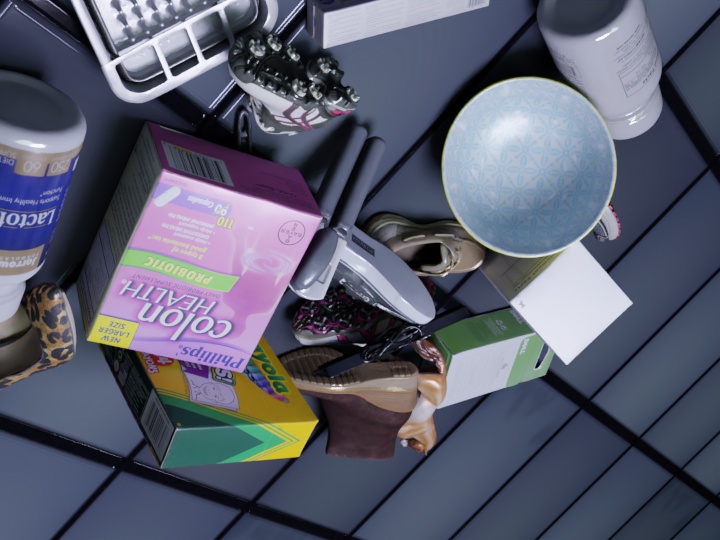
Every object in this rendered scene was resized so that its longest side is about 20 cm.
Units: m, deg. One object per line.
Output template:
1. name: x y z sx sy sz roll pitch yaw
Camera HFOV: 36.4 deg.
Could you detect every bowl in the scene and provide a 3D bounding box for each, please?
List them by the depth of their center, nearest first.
1. bowl: 0.192 -0.123 1.277 0.200 0.200 0.108 -47 -178 9

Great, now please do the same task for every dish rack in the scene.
1. dish rack: -0.169 -0.258 0.939 0.170 0.044 0.201 -30 139 -11

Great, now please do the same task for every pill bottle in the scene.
1. pill bottle: -0.318 -0.060 0.951 0.114 0.116 0.202 2 126 -38
2. pill bottle: 0.280 -0.242 1.246 0.114 0.115 0.200 -40 141 1

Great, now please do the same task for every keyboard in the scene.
1. keyboard: 0.039 0.072 1.299 0.198 0.040 0.104 -23 -177 -18

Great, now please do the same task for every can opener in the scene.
1. can opener: -0.022 -0.061 1.150 0.052 0.066 0.202 31 68 -24

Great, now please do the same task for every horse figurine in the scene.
1. horse figurine: 0.065 0.168 1.477 0.130 0.050 0.202 16 120 -8

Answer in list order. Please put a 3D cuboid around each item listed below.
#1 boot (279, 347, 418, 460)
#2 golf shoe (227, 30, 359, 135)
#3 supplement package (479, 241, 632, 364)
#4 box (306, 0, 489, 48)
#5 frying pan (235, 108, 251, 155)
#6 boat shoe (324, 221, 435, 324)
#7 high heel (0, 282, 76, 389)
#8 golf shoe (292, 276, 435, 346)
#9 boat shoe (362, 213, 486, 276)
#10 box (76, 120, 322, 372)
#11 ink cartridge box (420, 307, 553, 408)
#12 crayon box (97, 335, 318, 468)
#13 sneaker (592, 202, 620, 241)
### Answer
1. boot: -0.027 0.184 1.412 0.197 0.073 0.168 5 128 -16
2. golf shoe: -0.075 -0.164 1.043 0.088 0.078 0.199 -34 164 21
3. supplement package: 0.235 0.014 1.364 0.114 0.200 0.110 -43 104 6
4. box: 0.041 -0.269 1.095 0.197 0.039 0.042 -20 136 -22
5. frying pan: -0.109 -0.078 1.168 0.114 0.031 0.192 0 129 -40
6. boat shoe: 0.000 0.000 1.234 0.199 0.069 0.056 39 121 -20
7. high heel: -0.349 0.076 1.045 0.141 0.072 0.200 -19 165 -30
8. golf shoe: 0.004 0.068 1.352 0.197 0.073 0.093 -12 135 -30
9. boat shoe: 0.089 -0.020 1.342 0.198 0.065 0.073 10 121 -43
10. box: -0.165 -0.018 1.096 0.174 0.097 0.202 15 118 -31
11. ink cartridge box: 0.183 0.116 1.546 0.197 0.059 0.105 -12 134 -28
12. crayon box: -0.165 0.114 1.163 0.171 0.200 0.059 2 126 -39
13. sneaker: 0.272 -0.097 1.413 0.074 0.081 0.200 -34 135 18
